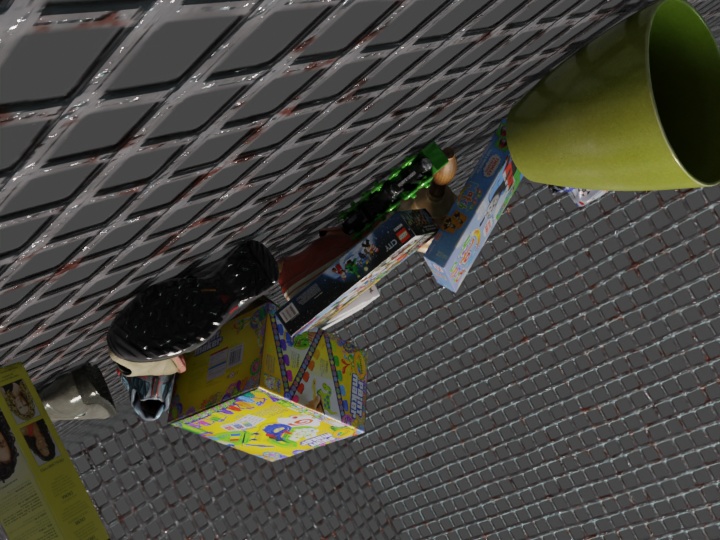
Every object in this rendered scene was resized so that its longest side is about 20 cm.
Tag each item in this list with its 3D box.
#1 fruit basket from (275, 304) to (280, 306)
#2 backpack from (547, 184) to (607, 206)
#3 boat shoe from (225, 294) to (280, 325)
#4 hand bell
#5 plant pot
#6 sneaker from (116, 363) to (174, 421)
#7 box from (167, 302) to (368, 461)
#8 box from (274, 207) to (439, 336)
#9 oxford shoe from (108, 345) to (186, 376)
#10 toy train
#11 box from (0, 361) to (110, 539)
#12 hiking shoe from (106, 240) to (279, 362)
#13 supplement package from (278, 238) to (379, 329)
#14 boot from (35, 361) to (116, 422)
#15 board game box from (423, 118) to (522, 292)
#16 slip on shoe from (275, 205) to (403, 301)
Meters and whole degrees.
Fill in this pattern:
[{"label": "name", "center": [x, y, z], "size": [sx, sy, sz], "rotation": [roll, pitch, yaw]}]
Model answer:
[{"label": "fruit basket", "center": [-0.232, 0.135, 1.690], "size": [0.199, 0.095, 0.185], "rotation": [-28, 178, 34]}, {"label": "backpack", "center": [0.366, -0.198, 1.482], "size": [0.199, 0.155, 0.191], "rotation": [-33, -173, 5]}, {"label": "boat shoe", "center": [-0.134, 0.071, 1.316], "size": [0.073, 0.075, 0.200], "rotation": [-69, 159, -1]}, {"label": "hand bell", "center": [0.098, -0.106, 1.179], "size": [0.103, 0.105, 0.200], "rotation": [-29, 164, -11]}, {"label": "plant pot", "center": [0.258, -0.162, 0.963], "size": [0.198, 0.190, 0.186], "rotation": [-11, -169, 45]}, {"label": "sneaker", "center": [-0.311, 0.169, 1.312], "size": [0.078, 0.097, 0.200], "rotation": [5, 161, -15]}, {"label": "box", "center": [-0.125, 0.162, 1.260], "size": [0.199, 0.124, 0.192], "rotation": [-24, 139, 38]}, {"label": "box", "center": [0.000, 0.000, 1.128], "size": [0.199, 0.038, 0.136], "rotation": [-39, 173, 17]}, {"label": "oxford shoe", "center": [-0.255, 0.093, 1.092], "size": [0.073, 0.072, 0.200], "rotation": [-24, 166, -9]}, {"label": "toy train", "center": [0.035, -0.090, 1.066], "size": [0.056, 0.042, 0.200], "rotation": [-40, -177, -33]}, {"label": "box", "center": [-0.313, 0.194, 0.863], "size": [0.075, 0.202, 0.050], "rotation": [-31, 176, 28]}, {"label": "hiking shoe", "center": [-0.173, 0.045, 0.935], "size": [0.199, 0.076, 0.101], "rotation": [-29, 174, -37]}, {"label": "supplement package", "center": [-0.052, 0.021, 1.347], "size": [0.113, 0.111, 0.200], "rotation": [-28, 177, -8]}, {"label": "boot", "center": [-0.394, 0.174, 1.183], "size": [0.129, 0.068, 0.200], "rotation": [-24, 168, -11]}, {"label": "board game box", "center": [0.154, -0.079, 1.195], "size": [0.202, 0.036, 0.151], "rotation": [-59, 164, -5]}, {"label": "slip on shoe", "center": [-0.026, -0.035, 1.184], "size": [0.199, 0.062, 0.074], "rotation": [-34, 171, -16]}]
